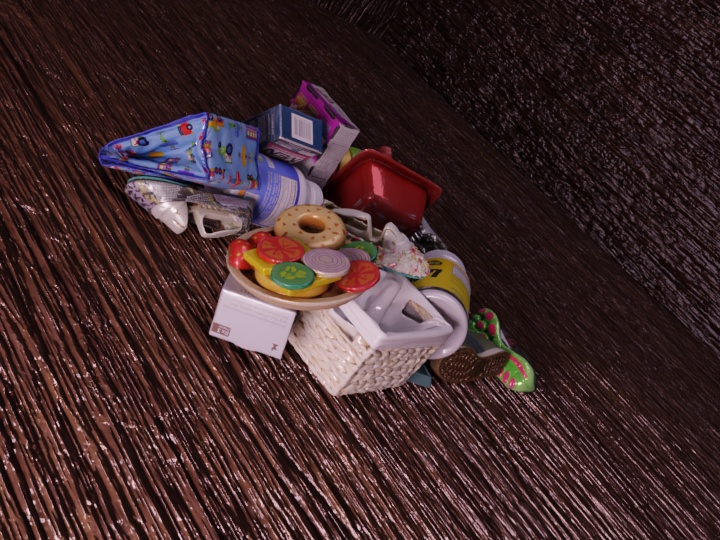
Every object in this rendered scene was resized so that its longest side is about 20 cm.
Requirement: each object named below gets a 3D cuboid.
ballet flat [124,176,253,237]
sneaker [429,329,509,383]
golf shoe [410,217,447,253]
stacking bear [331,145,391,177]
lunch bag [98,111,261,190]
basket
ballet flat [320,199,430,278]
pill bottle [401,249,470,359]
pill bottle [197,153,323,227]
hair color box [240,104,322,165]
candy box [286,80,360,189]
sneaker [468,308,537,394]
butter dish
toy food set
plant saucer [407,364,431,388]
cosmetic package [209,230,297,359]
[{"bbox_3d":[-0.239,-0.084,1.164,0.197,0.073,0.072,9,33,-36],"label":"ballet flat"},{"bbox_3d":[0.163,0.138,1.375,0.198,0.068,0.089,6,23,-47],"label":"sneaker"},{"bbox_3d":[0.127,-0.072,1.755,0.097,0.078,0.202,37,18,-55],"label":"golf shoe"},{"bbox_3d":[-0.042,-0.212,1.692,0.197,0.114,0.123,13,54,-27],"label":"stacking bear"},{"bbox_3d":[-0.263,-0.164,1.168,0.196,0.096,0.150,0,0,22],"label":"lunch bag"},{"bbox_3d":[0.013,0.087,1.138,0.136,0.124,0.198,47,24,26],"label":"basket"},{"bbox_3d":[0.016,-0.048,1.204,0.196,0.065,0.076,20,29,4],"label":"ballet flat"},{"bbox_3d":[0.121,0.048,1.316,0.113,0.115,0.201,35,24,-6],"label":"pill bottle"},{"bbox_3d":[-0.157,-0.129,1.325,0.198,0.113,0.113,14,31,-46],"label":"pill bottle"},{"bbox_3d":[-0.166,-0.209,1.368,0.099,0.198,0.062,13,71,-46],"label":"hair color box"},{"bbox_3d":[-0.104,-0.216,1.466,0.060,0.201,0.137,9,35,-49],"label":"candy box"},{"bbox_3d":[0.259,0.153,1.495,0.084,0.076,0.201,41,16,-46],"label":"sneaker"},{"bbox_3d":[0.028,-0.097,1.516,0.198,0.199,0.150,25,47,-29],"label":"butter dish"},{"bbox_3d":[-0.070,-0.015,1.031,0.198,0.049,0.197,-17,40,-39],"label":"toy food set"},{"bbox_3d":[0.056,0.107,1.315,0.069,0.019,0.201,22,25,-36],"label":"plant saucer"},{"bbox_3d":[-0.127,0.027,1.083,0.100,0.075,0.201,19,22,-6],"label":"cosmetic package"}]
